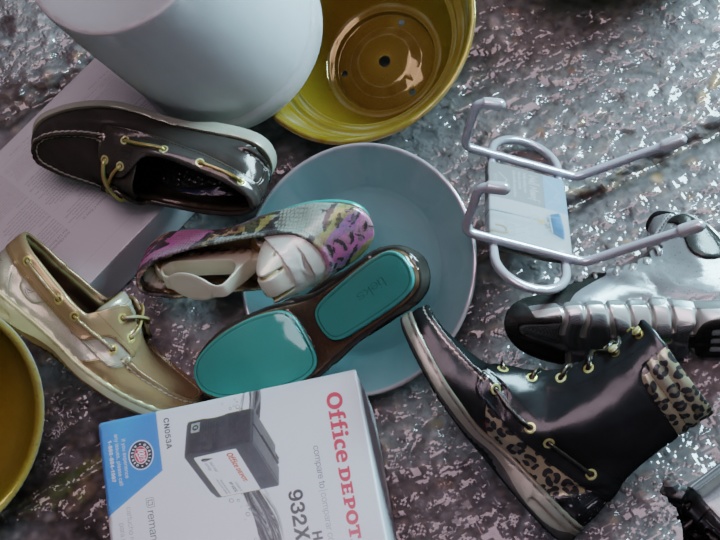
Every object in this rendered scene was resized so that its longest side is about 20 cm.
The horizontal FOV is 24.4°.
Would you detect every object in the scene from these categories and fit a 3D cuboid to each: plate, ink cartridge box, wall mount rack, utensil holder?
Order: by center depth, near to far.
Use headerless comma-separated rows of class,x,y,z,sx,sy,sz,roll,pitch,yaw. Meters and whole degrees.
ink cartridge box,-0.081,0.171,1.225,0.199,0.084,0.146,-12,63,2
wall mount rack,0.164,-0.062,1.276,0.173,0.075,0.200,13,38,-7
utensil holder,-0.141,-0.218,1.284,0.169,0.200,0.171,-5,73,18
plate,0.000,0.000,1.304,0.199,0.026,0.201,-4,79,23

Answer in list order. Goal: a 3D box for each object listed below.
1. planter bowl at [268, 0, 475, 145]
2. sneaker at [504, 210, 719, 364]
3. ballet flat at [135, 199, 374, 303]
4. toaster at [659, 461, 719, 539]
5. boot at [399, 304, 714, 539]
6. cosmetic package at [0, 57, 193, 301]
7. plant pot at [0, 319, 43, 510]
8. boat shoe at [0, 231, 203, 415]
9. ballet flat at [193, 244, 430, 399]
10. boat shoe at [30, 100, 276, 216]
planter bowl,0.010,-0.186,1.376,0.200,0.083,0.201,-5,73,19
sneaker,0.207,0.008,1.275,0.199,0.075,0.116,0,58,-1
ballet flat,-0.086,-0.005,1.285,0.199,0.069,0.071,-8,32,23
toaster,0.301,0.198,1.091,0.119,0.200,0.181,-39,64,-6
boot,0.141,0.076,1.206,0.154,0.073,0.204,-39,86,6
cosmetic package,-0.224,-0.068,1.383,0.151,0.052,0.200,37,74,24
plant pot,-0.359,0.097,1.251,0.200,0.200,0.142,-46,33,-14
boat shoe,-0.199,0.045,1.276,0.200,0.074,0.066,34,102,-6
ballet flat,-0.030,0.046,1.258,0.199,0.068,0.068,-27,80,15
boat shoe,-0.170,-0.085,1.311,0.200,0.072,0.061,7,46,8
